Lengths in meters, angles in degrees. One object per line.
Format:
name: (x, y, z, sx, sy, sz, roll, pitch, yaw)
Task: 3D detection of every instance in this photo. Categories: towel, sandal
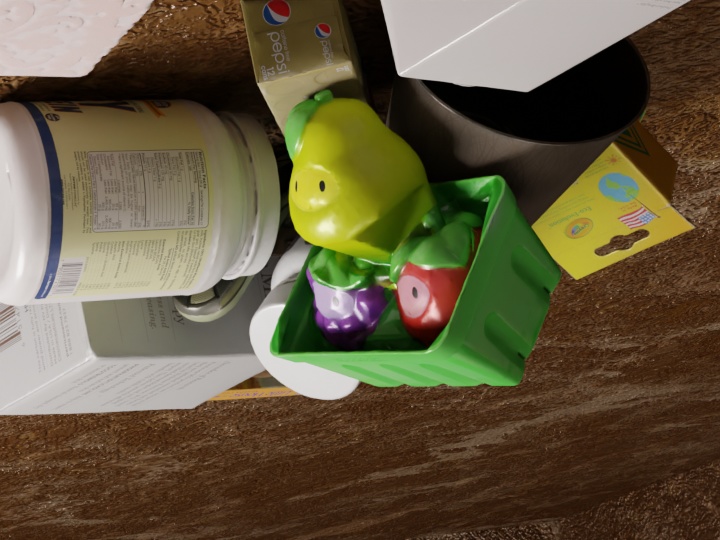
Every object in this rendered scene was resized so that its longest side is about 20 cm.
towel: (-0.217, -0.169, 1.166, 0.191, 0.032, 0.200, -3, 162, -33)
sandal: (-0.084, -0.027, 1.536, 0.080, 0.201, 0.057, 5, 138, 37)

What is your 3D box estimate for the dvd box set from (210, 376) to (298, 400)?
dvd box set: (-0.120, 0.048, 1.788, 0.200, 0.147, 0.029, 0, 159, -35)

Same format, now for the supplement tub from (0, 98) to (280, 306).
supplement tub: (-0.173, -0.051, 1.399, 0.199, 0.145, 0.145, -4, 162, -28)

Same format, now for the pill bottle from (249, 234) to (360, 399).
pill bottle: (0.000, 0.000, 1.508, 0.114, 0.114, 0.200, -29, -160, 47)

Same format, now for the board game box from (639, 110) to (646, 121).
board game box: (0.154, -0.080, 1.668, 0.200, 0.030, 0.096, -31, -160, 44)

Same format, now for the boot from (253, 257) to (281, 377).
boot: (-0.070, 0.044, 1.657, 0.075, 0.074, 0.200, 8, 152, -34)

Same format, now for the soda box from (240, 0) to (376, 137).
soda box: (-0.031, -0.134, 1.369, 0.068, 0.064, 0.200, -13, 165, 4)

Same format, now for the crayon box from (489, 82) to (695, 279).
crayon box: (0.157, -0.087, 1.513, 0.127, 0.051, 0.200, -24, 124, 38)

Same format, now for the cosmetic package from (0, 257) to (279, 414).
cosmetic package: (-0.189, 0.016, 1.585, 0.200, 0.168, 0.166, 0, 161, -39)

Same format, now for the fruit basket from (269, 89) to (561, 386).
fruit basket: (0.011, -0.016, 1.321, 0.215, 0.156, 0.216, 20, 160, 8)

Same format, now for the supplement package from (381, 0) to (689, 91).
supplement package: (0.115, -0.201, 1.138, 0.121, 0.120, 0.200, 1, 160, -44)

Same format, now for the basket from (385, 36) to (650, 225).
basket: (0.089, -0.092, 1.392, 0.180, 0.136, 0.200, 8, 147, -12)
